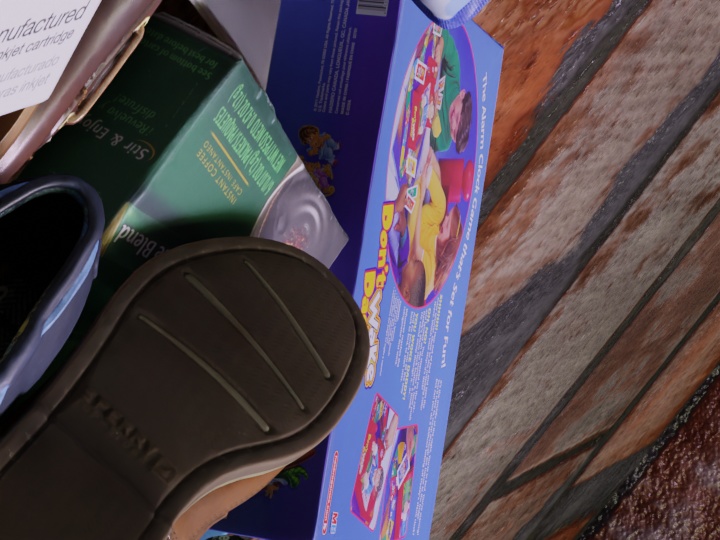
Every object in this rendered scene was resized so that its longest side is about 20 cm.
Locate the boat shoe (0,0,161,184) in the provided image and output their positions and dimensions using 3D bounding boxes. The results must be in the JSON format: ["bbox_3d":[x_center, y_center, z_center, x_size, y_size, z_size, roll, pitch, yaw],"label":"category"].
[{"bbox_3d":[-0.096,-0.072,0.748,0.200,0.070,0.070,-48,162,-3],"label":"boat shoe"}]

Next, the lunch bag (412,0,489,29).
[{"bbox_3d":[0.055,-0.198,0.772,0.200,0.124,0.170,-40,164,-2],"label":"lunch bag"}]

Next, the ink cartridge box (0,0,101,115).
[{"bbox_3d":[-0.096,-0.125,0.579,0.146,0.084,0.200,-27,154,-57],"label":"ink cartridge box"}]

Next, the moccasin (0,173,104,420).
[{"bbox_3d":[-0.140,0.036,0.650,0.200,0.080,0.068,-53,-174,-34],"label":"moccasin"}]

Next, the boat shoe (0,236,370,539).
[{"bbox_3d":[-0.070,0.054,0.734,0.068,0.072,0.200,-44,175,38],"label":"boat shoe"}]

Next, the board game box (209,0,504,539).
[{"bbox_3d":[0.000,0.000,0.930,0.134,0.045,0.201,27,71,-70],"label":"board game box"}]

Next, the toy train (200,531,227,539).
[{"bbox_3d":[-0.061,0.037,0.976,0.085,0.116,0.200,-41,180,-30],"label":"toy train"}]

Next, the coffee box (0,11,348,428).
[{"bbox_3d":[-0.088,0.035,0.792,0.200,0.044,0.123,-54,151,-15],"label":"coffee box"}]

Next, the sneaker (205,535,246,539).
[{"bbox_3d":[-0.059,0.118,0.775,0.096,0.079,0.200,-61,-176,-14],"label":"sneaker"}]

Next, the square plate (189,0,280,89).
[{"bbox_3d":[0.031,-0.138,0.952,0.200,0.028,0.198,-31,165,1],"label":"square plate"}]
